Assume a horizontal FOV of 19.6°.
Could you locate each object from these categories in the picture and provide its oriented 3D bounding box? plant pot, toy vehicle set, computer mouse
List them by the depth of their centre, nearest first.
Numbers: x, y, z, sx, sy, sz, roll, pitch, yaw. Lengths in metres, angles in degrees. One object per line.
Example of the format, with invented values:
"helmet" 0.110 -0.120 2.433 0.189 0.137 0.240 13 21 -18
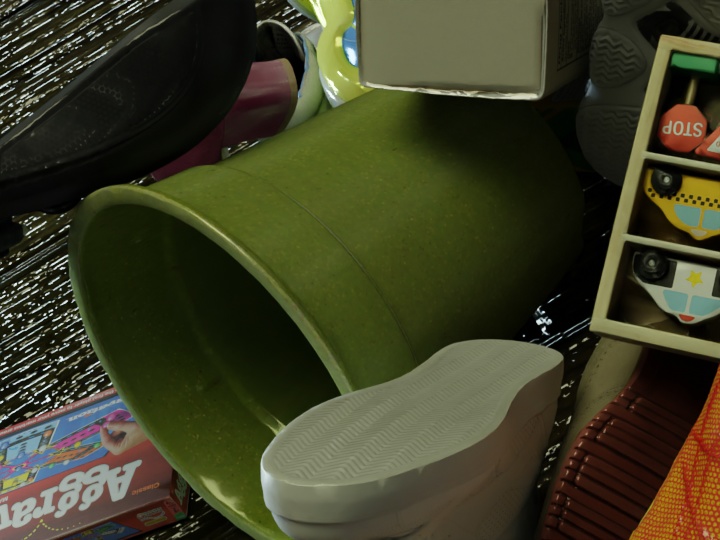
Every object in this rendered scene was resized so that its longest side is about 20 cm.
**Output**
"toy vehicle set" 0.201 -0.015 0.817 0.199 0.027 0.125 12 85 18
"computer mouse" -0.117 -0.056 0.945 0.200 0.053 0.138 -38 -1 9
"plant pot" 0.000 0.000 0.963 0.190 0.200 0.200 -38 32 -31

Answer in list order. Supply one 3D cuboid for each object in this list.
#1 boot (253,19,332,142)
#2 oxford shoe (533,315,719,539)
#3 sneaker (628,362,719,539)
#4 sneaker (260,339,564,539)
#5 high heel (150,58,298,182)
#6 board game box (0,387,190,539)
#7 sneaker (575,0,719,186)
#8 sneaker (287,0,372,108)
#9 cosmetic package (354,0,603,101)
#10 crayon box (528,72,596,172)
"boot" -0.027 -0.110 1.180 0.073 0.096 0.200 -25 34 11
"oxford shoe" 0.118 0.073 0.878 0.200 0.070 0.075 -58 10 -26
"sneaker" 0.128 0.095 0.769 0.077 0.073 0.200 3 69 42
"sneaker" 0.025 0.102 0.808 0.074 0.116 0.200 11 15 27
"high heel" -0.104 -0.045 1.090 0.096 0.200 0.068 -9 69 -25
"board game box" -0.177 0.118 1.083 0.200 0.019 0.103 -21 37 16
"sneaker" 0.152 -0.134 0.916 0.075 0.200 0.115 23 52 10
"sneaker" 0.016 -0.159 1.110 0.105 0.076 0.200 -55 36 28
"cosmetic package" 0.070 -0.144 0.959 0.087 0.104 0.200 5 14 19
"crayon box" 0.116 -0.111 1.106 0.200 0.052 0.126 2 47 40
